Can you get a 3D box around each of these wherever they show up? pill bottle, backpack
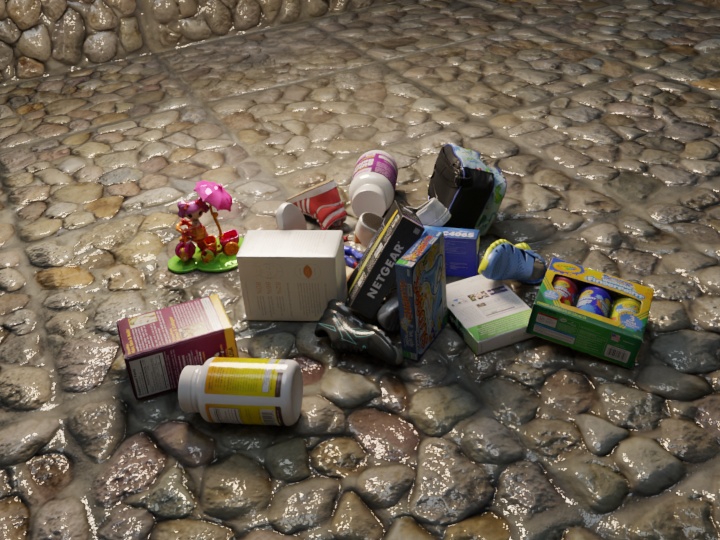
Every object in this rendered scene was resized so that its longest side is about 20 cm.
[{"bbox_3d":[-0.202,0.204,1.414,0.197,0.110,0.110,1,32,9],"label":"pill bottle"},{"bbox_3d":[0.236,-0.180,1.902,0.145,0.185,0.201,11,30,-17],"label":"backpack"},{"bbox_3d":[0.030,-0.203,2.024,0.111,0.114,0.201,0,32,8],"label":"pill bottle"}]

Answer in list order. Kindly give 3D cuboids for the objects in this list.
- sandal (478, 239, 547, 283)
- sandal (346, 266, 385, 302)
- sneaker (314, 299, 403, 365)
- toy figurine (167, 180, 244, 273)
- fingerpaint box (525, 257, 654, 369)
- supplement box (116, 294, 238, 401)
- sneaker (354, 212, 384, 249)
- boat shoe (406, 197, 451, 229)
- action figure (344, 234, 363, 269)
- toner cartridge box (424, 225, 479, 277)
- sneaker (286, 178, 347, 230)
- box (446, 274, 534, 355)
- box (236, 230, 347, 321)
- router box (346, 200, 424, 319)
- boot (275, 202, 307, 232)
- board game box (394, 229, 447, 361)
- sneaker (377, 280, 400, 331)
[{"bbox_3d":[0.312,-0.012,1.677,0.199,0.080,0.087,-7,37,-48],"label":"sandal"},{"bbox_3d":[-0.003,0.003,1.741,0.210,0.070,0.078,17,38,31],"label":"sandal"},{"bbox_3d":[-0.004,0.132,1.556,0.199,0.076,0.079,31,74,37],"label":"sneaker"},{"bbox_3d":[-0.349,-0.108,1.860,0.197,0.186,0.150,-14,32,-12],"label":"toy figurine"},{"bbox_3d":[0.423,0.072,1.532,0.198,0.074,0.167,19,38,16],"label":"fingerpaint box"},{"bbox_3d":[-0.336,0.140,1.541,0.197,0.104,0.131,-14,33,-16],"label":"supplement box"},{"bbox_3d":[0.077,-0.041,1.733,0.199,0.085,0.073,32,43,8],"label":"sneaker"},{"bbox_3d":[0.112,-0.110,1.829,0.072,0.069,0.199,-46,16,-29],"label":"boat shoe"},{"bbox_3d":[-0.050,-0.045,1.849,0.198,0.052,0.065,15,41,33],"label":"action figure"},{"bbox_3d":[0.152,-0.043,1.769,0.197,0.096,0.043,6,32,16],"label":"toner cartridge box"},{"bbox_3d":[-0.104,-0.145,2.009,0.071,0.114,0.199,-30,9,-31],"label":"sneaker"},{"bbox_3d":[0.241,0.079,1.620,0.143,0.037,0.200,-15,32,-16],"label":"box"},{"bbox_3d":[-0.132,0.010,1.671,0.197,0.154,0.107,1,32,8],"label":"box"},{"bbox_3d":[0.045,-0.024,1.608,0.052,0.201,0.157,28,13,-10],"label":"router box"},{"bbox_3d":[-0.158,-0.066,1.764,0.095,0.201,0.074,11,52,31],"label":"boot"},{"bbox_3d":[0.114,0.045,1.533,0.034,0.202,0.135,12,36,28],"label":"board game box"},{"bbox_3d":[0.068,0.054,1.639,0.081,0.076,0.200,24,28,14],"label":"sneaker"}]
